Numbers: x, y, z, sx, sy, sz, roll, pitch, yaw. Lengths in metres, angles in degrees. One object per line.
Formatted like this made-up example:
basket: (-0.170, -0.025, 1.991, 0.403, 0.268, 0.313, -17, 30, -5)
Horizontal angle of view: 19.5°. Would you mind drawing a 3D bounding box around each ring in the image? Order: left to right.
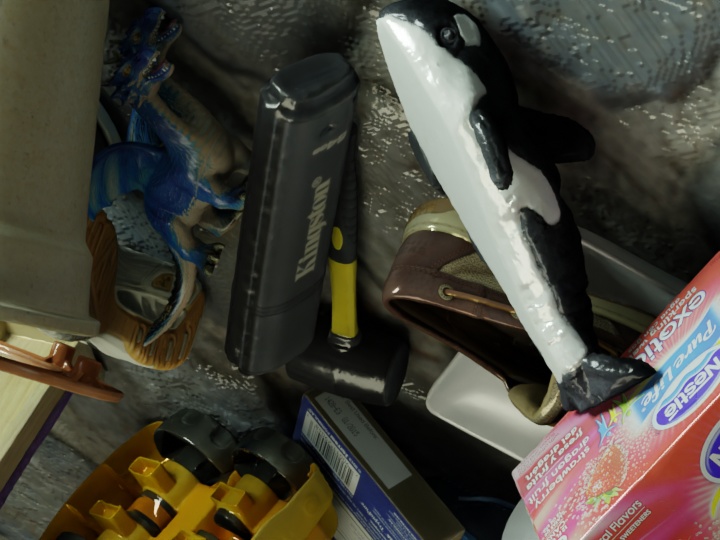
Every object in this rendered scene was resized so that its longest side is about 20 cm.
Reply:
ring: (-0.211, 0.026, 1.047, 0.199, 0.019, 0.200, 19, 177, 1)

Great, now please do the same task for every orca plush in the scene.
orca plush: (0.083, -0.041, 0.942, 0.201, 0.071, 0.105, 59, 168, 12)

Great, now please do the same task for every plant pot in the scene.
plant pot: (-0.195, -0.083, 0.948, 0.199, 0.185, 0.200, 13, 179, 0)

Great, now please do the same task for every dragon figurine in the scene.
dragon figurine: (-0.105, -0.050, 1.075, 0.099, 0.059, 0.200, 29, 141, -1)

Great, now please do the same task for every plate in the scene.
plate: (0.152, 0.062, 1.085, 0.199, 0.032, 0.200, 27, 146, -2)

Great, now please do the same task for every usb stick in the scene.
usb stick: (-0.035, -0.023, 1.037, 0.033, 0.055, 0.201, 47, 146, 29)

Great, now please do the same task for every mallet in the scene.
mallet: (0.000, 0.000, 1.100, 0.065, 0.041, 0.201, 20, 141, 10)

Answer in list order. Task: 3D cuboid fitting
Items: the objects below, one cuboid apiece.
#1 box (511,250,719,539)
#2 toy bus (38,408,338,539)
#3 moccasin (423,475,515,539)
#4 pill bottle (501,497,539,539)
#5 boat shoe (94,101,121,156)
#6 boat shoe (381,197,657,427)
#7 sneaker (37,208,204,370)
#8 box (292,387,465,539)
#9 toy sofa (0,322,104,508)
box: (0.174, 0.069, 0.935, 0.100, 0.096, 0.200, 38, 102, -19)
toy bus: (-0.074, 0.200, 1.267, 0.199, 0.136, 0.193, 4, 134, 53)
moccasin: (0.115, 0.180, 1.215, 0.199, 0.068, 0.081, 36, 152, 19)
pill bottle: (0.173, 0.184, 1.091, 0.200, 0.114, 0.114, 46, 141, -13)
boat shoe: (-0.204, -0.100, 1.071, 0.071, 0.061, 0.201, -17, 127, 43)
boat shoe: (0.096, 0.047, 1.011, 0.199, 0.072, 0.072, 36, 144, -12)
sneaker: (-0.168, 0.002, 1.135, 0.087, 0.076, 0.200, 13, 164, 30)
box: (-0.002, 0.163, 1.266, 0.121, 0.032, 0.201, 49, 150, 21)
toy sofa: (-0.231, 0.115, 1.247, 0.082, 0.201, 0.098, 9, 136, 20)
